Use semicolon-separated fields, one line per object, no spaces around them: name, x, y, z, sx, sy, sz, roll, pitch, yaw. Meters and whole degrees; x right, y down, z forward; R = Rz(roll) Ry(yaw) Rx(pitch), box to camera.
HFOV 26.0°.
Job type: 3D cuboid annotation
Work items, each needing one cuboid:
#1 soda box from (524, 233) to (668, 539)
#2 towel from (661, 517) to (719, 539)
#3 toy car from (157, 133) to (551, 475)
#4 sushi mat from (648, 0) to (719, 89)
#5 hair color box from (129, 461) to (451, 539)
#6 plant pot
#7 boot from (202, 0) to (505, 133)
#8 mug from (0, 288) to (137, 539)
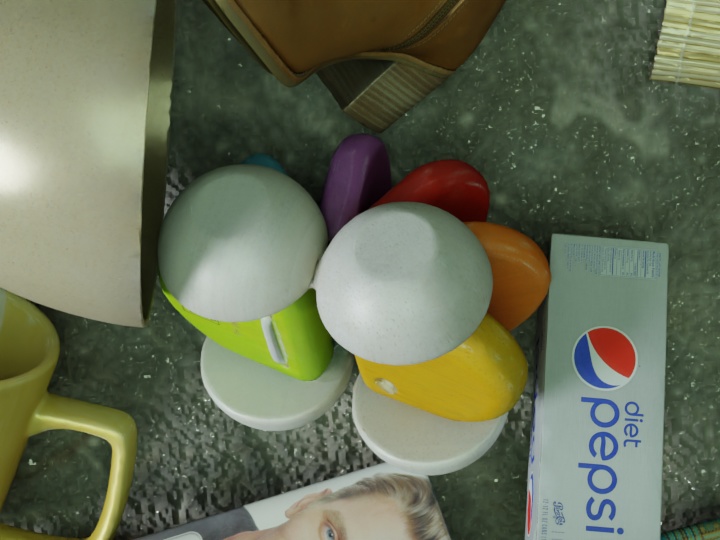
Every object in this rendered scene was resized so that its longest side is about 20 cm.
soda box;0.121;0.087;0.805;0.063;0.068;0.201;4;73;2
towel;0.202;0.206;0.860;0.199;0.022;0.147;-14;102;-13
toy car;0.000;0.000;0.799;0.199;0.175;0.150;14;61;17
sushi mat;0.259;-0.133;0.823;0.199;0.012;0.096;8;101;1
hair color box;-0.047;0.177;0.829;0.199;0.061;0.100;-16;63;-10
plant pot;-0.162;-0.077;0.747;0.134;0.200;0.201;4;101;-5
boot;0.013;-0.155;0.750;0.155;0.200;0.077;-46;53;14
mug;-0.234;0.101;0.825;0.186;0.149;0.154;27;112;28
